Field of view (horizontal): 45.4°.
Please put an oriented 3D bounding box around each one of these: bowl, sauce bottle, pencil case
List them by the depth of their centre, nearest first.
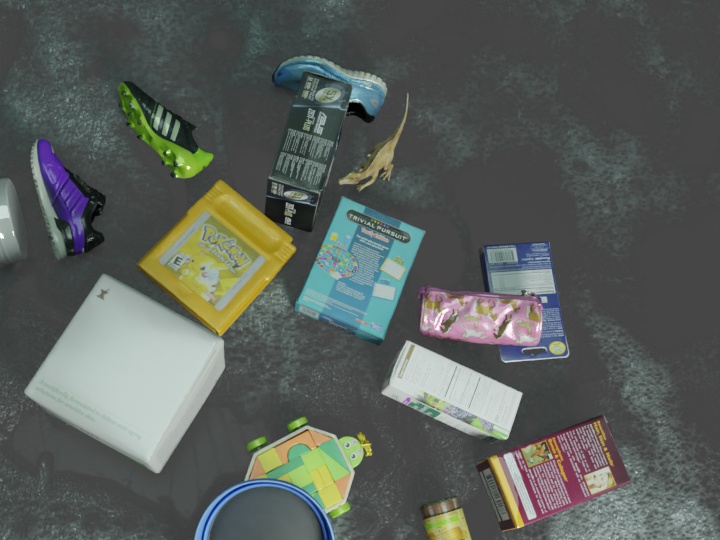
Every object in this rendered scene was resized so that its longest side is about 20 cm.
[{"bbox_3d":[-0.135,0.392,1.216,0.199,0.039,0.202,0,89,-2],"label":"bowl"},{"bbox_3d":[0.144,0.435,1.261,0.064,0.065,0.201,-14,73,-13],"label":"sauce bottle"},{"bbox_3d":[0.187,0.071,1.362,0.199,0.083,0.087,3,74,9],"label":"pencil case"}]

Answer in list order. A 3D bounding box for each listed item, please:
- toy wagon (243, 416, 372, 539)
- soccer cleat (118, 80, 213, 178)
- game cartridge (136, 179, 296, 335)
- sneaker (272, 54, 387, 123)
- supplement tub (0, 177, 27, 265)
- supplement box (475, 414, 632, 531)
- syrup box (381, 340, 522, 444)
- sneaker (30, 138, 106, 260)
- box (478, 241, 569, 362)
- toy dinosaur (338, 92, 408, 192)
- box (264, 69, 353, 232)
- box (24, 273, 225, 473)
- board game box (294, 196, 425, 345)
[{"bbox_3d":[-0.073,0.298,1.287,0.199,0.040,0.156,-25,77,-16],"label":"toy wagon"},{"bbox_3d":[-0.325,-0.237,1.427,0.081,0.068,0.200,-33,79,-36],"label":"soccer cleat"},{"bbox_3d":[-0.226,-0.024,1.379,0.176,0.032,0.200,38,71,5],"label":"game cartridge"},{"bbox_3d":[-0.056,-0.306,1.481,0.199,0.078,0.090,13,73,-4],"label":"sneaker"},{"bbox_3d":[-0.612,-0.059,1.278,0.199,0.132,0.133,-11,73,-13],"label":"supplement tub"},{"bbox_3d":[0.294,0.309,1.316,0.199,0.086,0.111,-17,74,-14],"label":"supplement box"},{"bbox_3d":[0.139,0.191,1.337,0.199,0.079,0.082,24,70,0],"label":"syrup box"},{"bbox_3d":[-0.456,-0.118,1.362,0.099,0.070,0.201,-15,78,-21],"label":"sneaker"},{"bbox_3d":[0.270,0.053,1.430,0.120,0.032,0.201,-3,71,-9],"label":"box"},{"bbox_3d":[0.038,-0.194,1.442,0.058,0.101,0.200,36,70,5],"label":"toy dinosaur"},{"bbox_3d":[-0.085,-0.189,1.388,0.086,0.164,0.201,16,69,-2],"label":"box"},{"bbox_3d":[-0.325,0.152,1.228,0.198,0.171,0.201,29,69,2],"label":"box"},{"bbox_3d":[0.000,0.000,1.398,0.150,0.047,0.201,23,69,0],"label":"board game box"}]
